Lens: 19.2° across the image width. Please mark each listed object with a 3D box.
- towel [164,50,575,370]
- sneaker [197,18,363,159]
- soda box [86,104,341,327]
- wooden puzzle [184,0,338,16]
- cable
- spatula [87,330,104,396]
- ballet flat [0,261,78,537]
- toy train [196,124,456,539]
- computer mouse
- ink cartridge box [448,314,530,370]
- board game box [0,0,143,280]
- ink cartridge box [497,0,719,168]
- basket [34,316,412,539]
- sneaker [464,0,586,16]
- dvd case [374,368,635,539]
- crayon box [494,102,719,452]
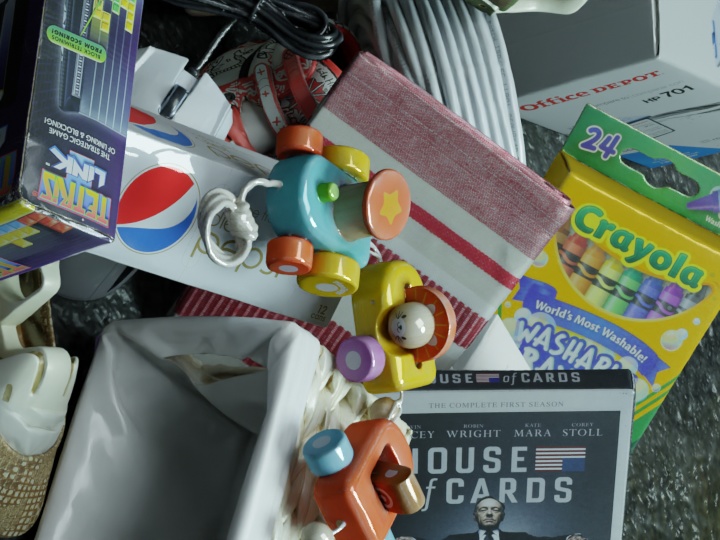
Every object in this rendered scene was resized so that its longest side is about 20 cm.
[{"bbox_3d":[0.000,0.000,1.147,0.144,0.200,0.023,36,16,-7],"label":"towel"},{"bbox_3d":[-0.074,-0.074,1.158,0.201,0.107,0.068,-47,114,-45],"label":"sneaker"},{"bbox_3d":[-0.091,-0.035,1.039,0.199,0.068,0.064,18,103,-40],"label":"soda box"},{"bbox_3d":[-0.070,-0.241,1.267,0.199,0.046,0.187,-9,87,-54],"label":"wooden puzzle"},{"bbox_3d":[0.040,-0.083,1.242,0.069,0.200,0.201,-13,71,-10],"label":"cable"},{"bbox_3d":[-0.081,0.085,1.169,0.199,0.020,0.057,24,67,-45],"label":"spatula"},{"bbox_3d":[-0.173,0.028,1.044,0.070,0.065,0.202,-4,82,-52],"label":"ballet flat"},{"bbox_3d":[0.000,0.031,1.005,0.150,0.055,0.201,-52,127,-51],"label":"toy train"},{"bbox_3d":[-0.103,-0.073,1.097,0.109,0.044,0.201,33,81,-9],"label":"computer mouse"},{"bbox_3d":[0.053,0.102,1.247,0.201,0.116,0.068,59,38,-20],"label":"ink cartridge box"},{"bbox_3d":[-0.182,-0.075,0.958,0.056,0.199,0.167,23,63,-41],"label":"board game box"},{"bbox_3d":[0.201,-0.144,1.475,0.199,0.146,0.087,13,71,-47],"label":"ink cartridge box"},{"bbox_3d":[-0.073,0.138,1.063,0.123,0.135,0.201,39,60,-46],"label":"basket"},{"bbox_3d":[0.055,-0.178,1.117,0.090,0.067,0.200,45,22,27],"label":"sneaker"},{"bbox_3d":[0.071,0.141,1.181,0.025,0.149,0.201,-92,-179,-57],"label":"dvd case"},{"bbox_3d":[0.142,0.018,1.287,0.125,0.201,0.052,26,16,-10],"label":"crayon box"}]
